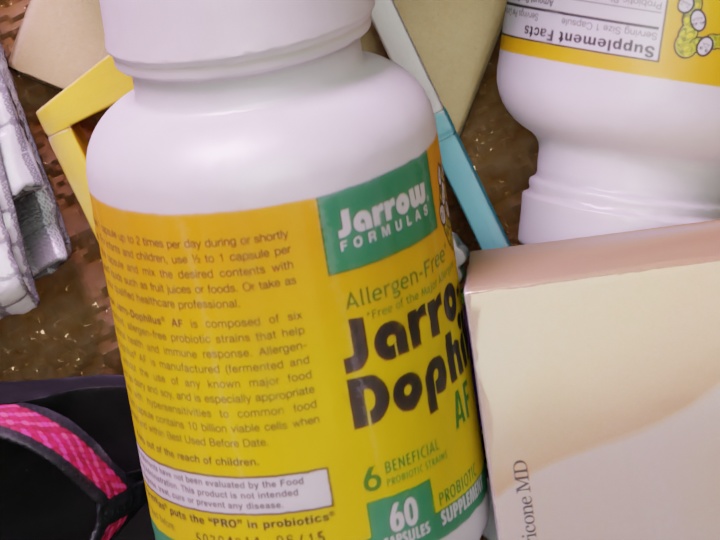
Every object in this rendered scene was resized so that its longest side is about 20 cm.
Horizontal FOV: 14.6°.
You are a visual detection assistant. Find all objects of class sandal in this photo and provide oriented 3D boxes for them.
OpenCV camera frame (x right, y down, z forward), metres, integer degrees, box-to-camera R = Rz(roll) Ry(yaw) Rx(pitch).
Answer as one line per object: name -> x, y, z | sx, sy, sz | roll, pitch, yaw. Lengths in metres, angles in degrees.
sandal -> -0.125, 0.070, 0.939 | 0.199, 0.045, 0.075 | 10, 111, -24

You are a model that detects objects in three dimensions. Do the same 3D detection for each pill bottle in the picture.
pill bottle -> -0.025, -0.003, 0.890 | 0.112, 0.113, 0.201 | -9, 108, 0
pill bottle -> 0.103, -0.104, 0.957 | 0.104, 0.104, 0.201 | 8, 97, 0

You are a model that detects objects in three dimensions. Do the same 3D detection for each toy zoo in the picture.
toy zoo -> -0.025, -0.022, 0.983 | 0.131, 0.020, 0.201 | -26, 96, 7

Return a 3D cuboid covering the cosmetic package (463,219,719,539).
cosmetic package -> 0.137, 0.036, 0.897 | 0.199, 0.071, 0.106 | -9, 99, 5

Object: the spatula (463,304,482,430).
spatula -> 0.000, 0.000, 0.963 | 0.199, 0.021, 0.057 | 30, 101, 0

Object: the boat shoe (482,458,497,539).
boat shoe -> 0.121, 0.125, 0.977 | 0.200, 0.069, 0.057 | 41, 89, 3

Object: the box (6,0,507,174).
box -> -0.017, -0.135, 1.004 | 0.163, 0.021, 0.201 | 22, 90, 1

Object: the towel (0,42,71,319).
towel -> -0.202, -0.058, 0.970 | 0.165, 0.086, 0.201 | -20, 87, 2
